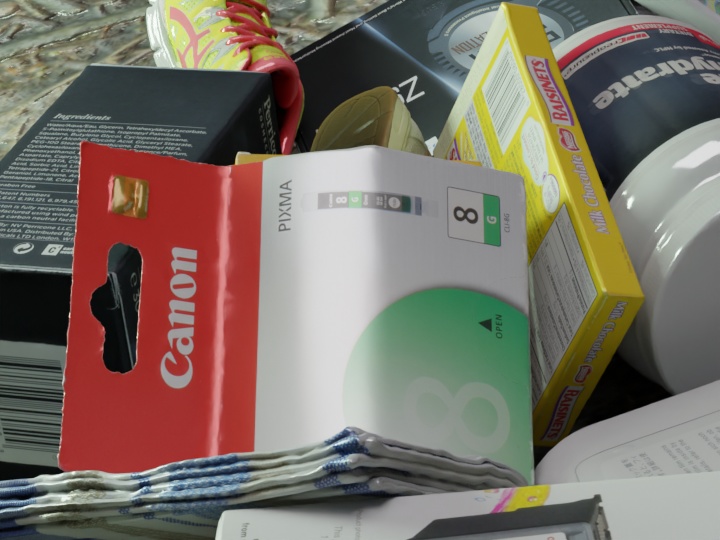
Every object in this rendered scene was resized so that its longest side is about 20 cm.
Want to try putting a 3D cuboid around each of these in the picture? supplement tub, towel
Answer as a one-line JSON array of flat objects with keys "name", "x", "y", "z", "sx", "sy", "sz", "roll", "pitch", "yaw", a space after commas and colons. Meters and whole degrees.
[{"name": "supplement tub", "x": 0.160, "y": -0.027, "z": 1.188, "sx": 0.139, "sy": 0.141, "sz": 0.200, "roll": -15, "pitch": 30, "yaw": -11}, {"name": "towel", "x": -0.046, "y": 0.092, "z": 0.973, "sx": 0.199, "sy": 0.024, "sz": 0.147, "roll": -11, "pitch": -16, "yaw": 29}]

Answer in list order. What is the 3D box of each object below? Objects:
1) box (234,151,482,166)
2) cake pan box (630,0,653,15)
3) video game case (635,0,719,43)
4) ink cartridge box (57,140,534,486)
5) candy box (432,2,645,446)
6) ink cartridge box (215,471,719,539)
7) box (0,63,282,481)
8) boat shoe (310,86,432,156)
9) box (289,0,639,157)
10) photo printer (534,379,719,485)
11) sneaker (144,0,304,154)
[{"name": "box", "x": 0.002, "y": 0.043, "z": 1.113, "sx": 0.118, "sy": 0.042, "sz": 0.202, "roll": 2, "pitch": 64, "yaw": -8}, {"name": "cake pan box", "x": 0.146, "y": -0.120, "z": 1.443, "sx": 0.199, "sy": 0.053, "sz": 0.184, "roll": -25, "pitch": 36, "yaw": -26}, {"name": "video game case", "x": 0.249, "y": -0.149, "z": 1.381, "sx": 0.199, "sy": 0.024, "sz": 0.182, "roll": 35, "pitch": 37, "yaw": -2}, {"name": "ink cartridge box", "x": -0.024, "y": 0.020, "z": 1.053, "sx": 0.198, "sy": 0.050, "sz": 0.162, "roll": 11, "pitch": 61, "yaw": -19}, {"name": "candy box", "x": 0.081, "y": -0.025, "z": 1.162, "sx": 0.026, "sy": 0.103, "sz": 0.201, "roll": 4, "pitch": 44, "yaw": -20}, {"name": "ink cartridge box", "x": 0.051, "y": 0.159, "z": 0.890, "sx": 0.198, "sy": 0.149, "sz": 0.086, "roll": -5, "pitch": 30, "yaw": 4}, {"name": "box", "x": -0.114, "y": 0.011, "z": 1.186, "sx": 0.106, "sy": 0.149, "sz": 0.200, "roll": 4, "pitch": 32, "yaw": 19}, {"name": "boat shoe", "x": 0.000, "y": 0.000, "z": 1.214, "sx": 0.074, "sy": 0.066, "sz": 0.201, "roll": -15, "pitch": 43, "yaw": 40}, {"name": "box", "x": 0.058, "y": -0.104, "z": 1.360, "sx": 0.199, "sy": 0.044, "sz": 0.161, "roll": -28, "pitch": 38, "yaw": 5}, {"name": "photo printer", "x": 0.178, "y": 0.108, "z": 1.022, "sx": 0.199, "sy": 0.070, "sz": 0.166, "roll": -18, "pitch": 32, "yaw": -15}, {"name": "sneaker", "x": -0.065, "y": -0.110, "z": 1.361, "sx": 0.078, "sy": 0.202, "sz": 0.090, "roll": 15, "pitch": -31, "yaw": -37}]
